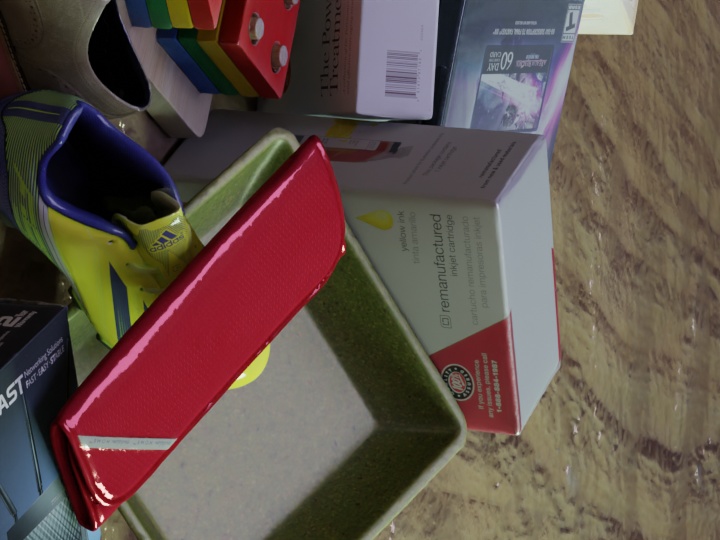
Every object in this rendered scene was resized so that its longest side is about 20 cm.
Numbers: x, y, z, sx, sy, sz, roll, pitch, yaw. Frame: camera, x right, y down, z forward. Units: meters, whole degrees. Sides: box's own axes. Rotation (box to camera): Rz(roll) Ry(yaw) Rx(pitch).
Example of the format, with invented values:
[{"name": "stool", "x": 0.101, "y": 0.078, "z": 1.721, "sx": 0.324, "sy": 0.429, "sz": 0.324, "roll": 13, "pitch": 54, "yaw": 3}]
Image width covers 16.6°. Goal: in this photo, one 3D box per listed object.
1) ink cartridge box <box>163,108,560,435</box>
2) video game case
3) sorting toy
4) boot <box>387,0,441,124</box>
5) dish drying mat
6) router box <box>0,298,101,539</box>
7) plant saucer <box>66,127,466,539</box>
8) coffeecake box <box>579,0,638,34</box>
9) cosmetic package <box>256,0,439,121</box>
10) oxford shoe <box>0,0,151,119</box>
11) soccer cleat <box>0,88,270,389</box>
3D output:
[{"name": "ink cartridge box", "x": 0.000, "y": 0.000, "z": 1.335, "sx": 0.084, "sy": 0.198, "sz": 0.146, "roll": -53, "pitch": 142, "yaw": -52}, {"name": "video game case", "x": 0.074, "y": -0.074, "z": 1.442, "sx": 0.142, "sy": 0.019, "sz": 0.202, "roll": -8, "pitch": 112, "yaw": -56}, {"name": "sorting toy", "x": -0.081, "y": -0.198, "z": 1.260, "sx": 0.199, "sy": 0.069, "sz": 0.202, "roll": 51, "pitch": 46, "yaw": -62}, {"name": "boot", "x": 0.070, "y": -0.095, "z": 1.506, "sx": 0.200, "sy": 0.069, "sz": 0.175, "roll": -52, "pitch": 142, "yaw": -28}, {"name": "dish drying mat", "x": -0.069, "y": 0.028, "z": 1.126, "sx": 0.200, "sy": 0.018, "sz": 0.077, "roll": -48, "pitch": 142, "yaw": -32}, {"name": "router box", "x": -0.181, "y": 0.120, "z": 1.043, "sx": 0.200, "sy": 0.062, "sz": 0.151, "roll": -52, "pitch": 139, "yaw": -58}, {"name": "plant saucer", "x": -0.063, "y": 0.064, "z": 1.243, "sx": 0.200, "sy": 0.048, "sz": 0.201, "roll": -43, "pitch": 110, "yaw": -32}, {"name": "coffeecake box", "x": 0.093, "y": -0.235, "z": 1.624, "sx": 0.200, "sy": 0.152, "sz": 0.074, "roll": 55, "pitch": 42, "yaw": -61}, {"name": "cosmetic package", "x": -0.006, "y": -0.184, "z": 1.380, "sx": 0.151, "sy": 0.051, "sz": 0.202, "roll": -176, "pitch": -91, "yaw": -69}, {"name": "oxford shoe", "x": -0.142, "y": -0.148, "z": 1.088, "sx": 0.201, "sy": 0.074, "sz": 0.071, "roll": 72, "pitch": 30, "yaw": -46}, {"name": "soccer cleat", "x": -0.099, "y": -0.007, "z": 1.135, "sx": 0.200, "sy": 0.083, "sz": 0.065, "roll": 47, "pitch": 57, "yaw": -34}]
